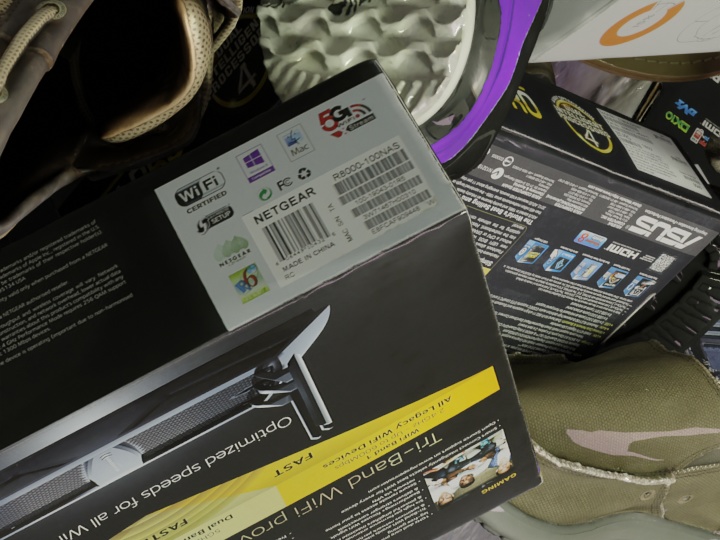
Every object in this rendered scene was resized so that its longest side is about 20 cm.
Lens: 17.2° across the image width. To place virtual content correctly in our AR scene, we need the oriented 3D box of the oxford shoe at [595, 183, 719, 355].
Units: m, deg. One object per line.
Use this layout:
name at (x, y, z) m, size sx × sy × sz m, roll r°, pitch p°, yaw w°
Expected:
oxford shoe at (0.076, 0.007, 0.952) m, size 0.200 × 0.073 × 0.084 m, roll -28°, pitch -155°, yaw 36°

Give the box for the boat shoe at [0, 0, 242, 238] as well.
boat shoe at (-0.067, -0.054, 0.570) m, size 0.200 × 0.073 × 0.075 m, roll -48°, pitch 157°, yaw -52°

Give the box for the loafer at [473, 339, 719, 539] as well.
loafer at (0.081, 0.049, 0.789) m, size 0.200 × 0.075 × 0.070 m, roll 14°, pitch 116°, yaw -51°

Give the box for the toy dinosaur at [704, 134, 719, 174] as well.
toy dinosaur at (0.168, -0.029, 0.823) m, size 0.077 × 0.102 × 0.200 m, roll -16°, pitch 177°, yaw 12°

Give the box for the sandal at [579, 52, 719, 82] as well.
sandal at (0.137, -0.112, 0.941) m, size 0.211 × 0.078 × 0.070 m, roll -17°, pitch 174°, yaw -28°

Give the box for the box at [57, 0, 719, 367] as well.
box at (0.000, 0.000, 0.765) m, size 0.200 × 0.049 × 0.161 m, roll 16°, pitch 124°, yaw -44°

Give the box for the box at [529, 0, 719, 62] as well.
box at (0.132, -0.141, 0.761) m, size 0.124 × 0.098 × 0.200 m, roll -36°, pitch 164°, yaw 37°

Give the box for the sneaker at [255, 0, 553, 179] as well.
sneaker at (0.023, -0.116, 0.655) m, size 0.100 × 0.069 × 0.200 m, roll 41°, pitch 58°, yaw -62°

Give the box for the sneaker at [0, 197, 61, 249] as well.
sneaker at (-0.125, 0.056, 0.671) m, size 0.082 × 0.070 × 0.200 m, roll -18°, pitch 136°, yaw -32°

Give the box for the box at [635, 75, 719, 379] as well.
box at (0.183, 0.022, 1.055) m, size 0.050 × 0.200 × 0.199 m, roll -8°, pitch 131°, yaw -55°

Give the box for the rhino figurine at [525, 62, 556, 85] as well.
rhino figurine at (0.040, -0.057, 0.841) m, size 0.060 × 0.088 × 0.200 m, roll -2°, pitch 138°, yaw -9°

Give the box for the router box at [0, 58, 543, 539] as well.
router box at (-0.059, 0.049, 0.603) m, size 0.200 × 0.052 × 0.157 m, roll -27°, pitch 150°, yaw -4°
